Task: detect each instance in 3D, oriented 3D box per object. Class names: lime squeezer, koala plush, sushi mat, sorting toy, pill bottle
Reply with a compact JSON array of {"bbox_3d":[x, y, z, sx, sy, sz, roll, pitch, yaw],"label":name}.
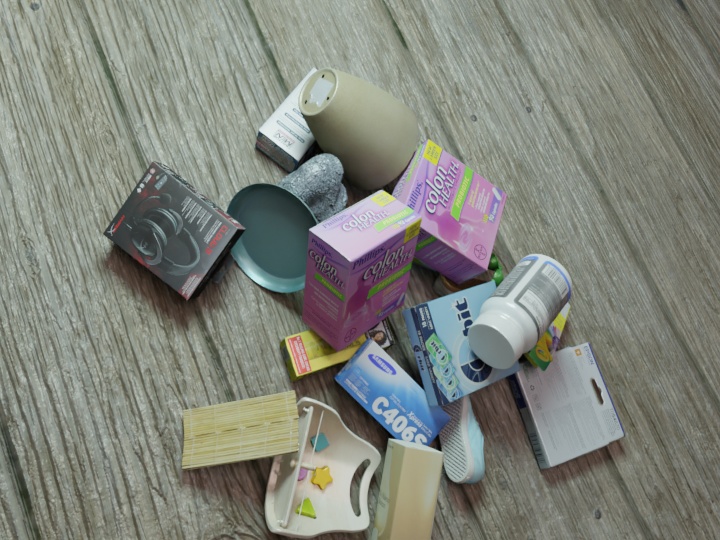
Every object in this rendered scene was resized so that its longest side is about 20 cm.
[{"bbox_3d":[0.251,-0.004,1.264,0.069,0.038,0.203,-1,47,6],"label":"lime squeezer"},{"bbox_3d":[-0.064,-0.093,1.149,0.176,0.183,0.202,-37,97,-28],"label":"koala plush"},{"bbox_3d":[-0.190,0.252,0.989,0.195,0.012,0.098,-11,59,8],"label":"sushi mat"},{"bbox_3d":[-0.052,0.338,1.024,0.177,0.107,0.204,22,64,-18],"label":"sorting toy"},{"bbox_3d":[0.279,0.071,1.101,0.114,0.114,0.199,47,58,3],"label":"pill bottle"}]

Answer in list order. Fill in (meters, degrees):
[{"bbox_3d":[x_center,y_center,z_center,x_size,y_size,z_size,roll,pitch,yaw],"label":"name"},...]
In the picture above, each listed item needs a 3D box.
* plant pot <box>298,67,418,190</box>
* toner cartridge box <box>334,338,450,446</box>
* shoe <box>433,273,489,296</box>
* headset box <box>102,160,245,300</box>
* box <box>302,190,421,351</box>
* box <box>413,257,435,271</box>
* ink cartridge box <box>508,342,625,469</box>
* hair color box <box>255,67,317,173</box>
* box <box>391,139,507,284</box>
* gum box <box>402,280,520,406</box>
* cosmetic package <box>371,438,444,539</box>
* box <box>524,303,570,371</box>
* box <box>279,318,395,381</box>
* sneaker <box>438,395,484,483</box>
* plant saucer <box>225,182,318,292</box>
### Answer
[{"bbox_3d":[-0.018,-0.280,1.168,0.199,0.184,0.192,30,55,-49],"label":"plant pot"},{"bbox_3d":[0.057,0.223,1.096,0.200,0.043,0.095,44,83,-9],"label":"toner cartridge box"},{"bbox_3d":[0.235,0.056,1.258,0.197,0.054,0.071,26,43,-13],"label":"shoe"},{"bbox_3d":[-0.303,-0.060,1.061,0.199,0.077,0.150,38,93,-1],"label":"headset box"},{"bbox_3d":[0.000,0.000,1.059,0.096,0.203,0.174,35,47,28],"label":"box"},{"bbox_3d":[0.132,-0.115,1.276,0.114,0.060,0.204,20,64,-11],"label":"box"},{"bbox_3d":[0.403,0.261,1.238,0.196,0.041,0.204,-11,74,-23],"label":"ink cartridge box"},{"bbox_3d":[-0.115,-0.300,1.259,0.099,0.061,0.202,36,62,-3],"label":"hair color box"},{"bbox_3d":[0.158,-0.108,1.187,0.197,0.096,0.179,30,62,-15],"label":"box"},{"bbox_3d":[0.183,0.126,1.123,0.197,0.044,0.174,-15,87,-34],"label":"gum box"},{"bbox_3d":[0.072,0.385,1.016,0.069,0.105,0.205,13,79,-12],"label":"cosmetic package"},{"bbox_3d":[0.345,0.097,1.238,0.118,0.048,0.201,49,43,-10],"label":"box"},{"bbox_3d":[-0.041,0.131,1.127,0.196,0.050,0.077,-14,76,-23],"label":"box"},{"bbox_3d":[0.186,0.287,1.149,0.081,0.073,0.205,26,54,-42],"label":"sneaker"},{"bbox_3d":[-0.147,-0.058,1.095,0.200,0.201,0.027,42,34,1],"label":"plant saucer"}]
